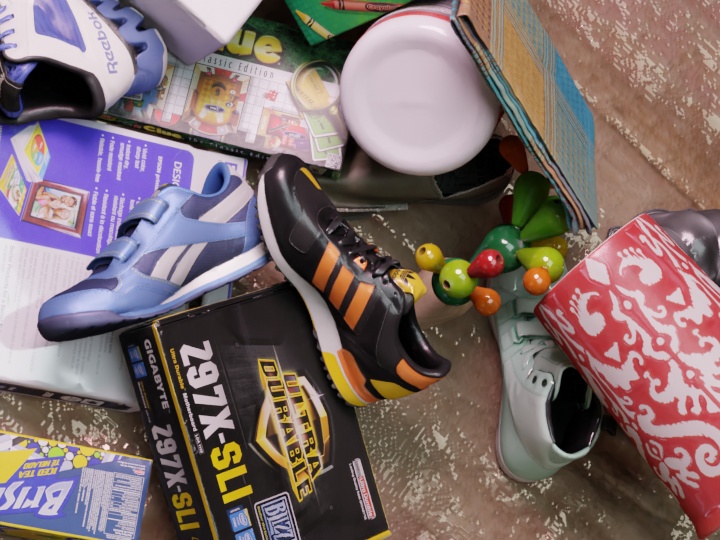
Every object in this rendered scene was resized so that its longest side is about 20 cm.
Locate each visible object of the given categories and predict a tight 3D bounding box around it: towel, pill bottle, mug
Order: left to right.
[{"bbox_3d":[0.062,-0.154,1.396,0.116,0.116,0.200,46,26,-7],"label":"pill bottle"},{"bbox_3d":[0.115,-0.138,1.329,0.200,0.022,0.147,55,25,-31],"label":"towel"},{"bbox_3d":[0.220,0.077,1.356,0.133,0.178,0.200,-37,81,-21],"label":"mug"}]

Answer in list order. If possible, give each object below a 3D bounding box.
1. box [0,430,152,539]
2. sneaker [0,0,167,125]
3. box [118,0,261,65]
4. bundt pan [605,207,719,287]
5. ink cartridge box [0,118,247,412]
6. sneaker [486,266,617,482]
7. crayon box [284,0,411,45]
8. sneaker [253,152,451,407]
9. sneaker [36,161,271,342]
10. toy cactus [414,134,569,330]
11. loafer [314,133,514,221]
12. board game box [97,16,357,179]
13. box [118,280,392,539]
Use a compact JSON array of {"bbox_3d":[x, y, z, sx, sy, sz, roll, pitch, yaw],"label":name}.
[{"bbox_3d":[-0.249,0.144,1.294,0.199,0.070,0.065,14,74,-18],"label":"box"},{"bbox_3d":[-0.240,-0.170,1.320,0.199,0.081,0.115,34,41,1],"label":"sneaker"},{"bbox_3d":[-0.107,-0.274,1.352,0.152,0.106,0.200,41,76,-13],"label":"box"},{"bbox_3d":[0.273,0.040,1.507,0.201,0.076,0.203,4,77,-20],"label":"bundt pan"},{"bbox_3d":[-0.188,-0.004,1.358,0.199,0.043,0.199,12,76,-23],"label":"ink cartridge box"},{"bbox_3d":[0.148,0.054,1.434,0.073,0.118,0.202,3,77,-18],"label":"sneaker"},{"bbox_3d":[0.037,-0.245,1.399,0.058,0.118,0.200,60,37,-14],"label":"crayon box"},{"bbox_3d":[0.000,0.000,1.337,0.201,0.090,0.070,67,30,-20],"label":"sneaker"},{"bbox_3d":[-0.146,-0.011,1.317,0.200,0.074,0.083,-28,98,-37],"label":"sneaker"},{"bbox_3d":[0.083,-0.010,1.391,0.102,0.165,0.200,50,32,-8],"label":"toy cactus"},{"bbox_3d":[0.031,-0.083,1.443,0.199,0.070,0.076,-8,82,-22],"label":"loafer"},{"bbox_3d":[-0.100,-0.141,1.405,0.199,0.023,0.105,13,71,-2],"label":"board game box"},{"bbox_3d":[-0.072,0.117,1.341,0.159,0.049,0.201,-16,90,-43],"label":"box"}]
